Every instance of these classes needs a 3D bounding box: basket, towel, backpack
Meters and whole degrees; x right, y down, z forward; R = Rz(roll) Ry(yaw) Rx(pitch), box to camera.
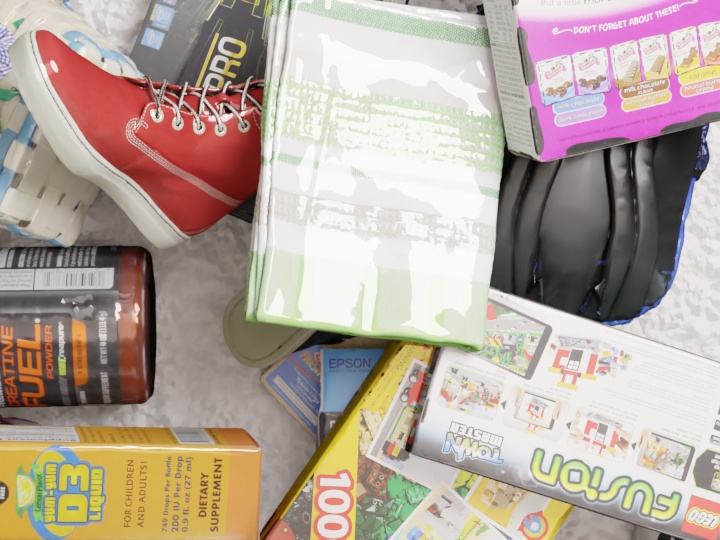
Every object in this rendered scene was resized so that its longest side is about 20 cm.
[{"bbox_3d":[-0.247,-0.119,1.190,0.199,0.139,0.177,26,90,32],"label":"basket"},{"bbox_3d":[0.013,-0.061,1.070,0.148,0.031,0.201,7,79,-11],"label":"towel"},{"bbox_3d":[0.139,-0.062,1.188,0.161,0.168,0.201,7,87,1],"label":"backpack"}]

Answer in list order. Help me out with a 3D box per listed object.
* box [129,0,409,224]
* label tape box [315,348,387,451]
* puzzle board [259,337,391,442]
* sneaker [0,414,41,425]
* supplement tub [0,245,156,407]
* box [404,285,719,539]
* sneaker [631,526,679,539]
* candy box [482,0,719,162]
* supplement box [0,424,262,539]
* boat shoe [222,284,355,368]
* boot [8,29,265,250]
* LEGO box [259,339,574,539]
[{"bbox_3d":[-0.069,-0.137,1.208,0.161,0.049,0.201,22,89,25],"label":"box"},{"bbox_3d":[0.042,0.152,1.224,0.142,0.066,0.201,-1,87,-3],"label":"label tape box"},{"bbox_3d":[0.051,0.094,1.263,0.151,0.017,0.200,-44,92,-1],"label":"puzzle board"},{"bbox_3d":[-0.213,0.148,1.216,0.199,0.080,0.087,9,91,-3],"label":"sneaker"},{"bbox_3d":[-0.235,0.038,1.200,0.199,0.107,0.108,-1,91,-3],"label":"supplement tub"},{"bbox_3d":[0.137,0.087,1.105,0.199,0.035,0.111,18,87,-4],"label":"box"},{"bbox_3d":[0.229,0.185,1.217,0.079,0.130,0.201,5,91,-3],"label":"sneaker"},{"bbox_3d":[0.139,-0.176,1.058,0.136,0.061,0.201,-13,104,-14],"label":"candy box"},{"bbox_3d":[-0.165,0.135,1.160,0.199,0.069,0.067,2,96,-12],"label":"supplement box"},{"bbox_3d":[0.001,0.002,1.168,0.199,0.066,0.075,-37,76,32],"label":"boat shoe"},{"bbox_3d":[-0.105,-0.101,1.086,0.144,0.200,0.073,-26,55,14],"label":"boot"},{"bbox_3d":[0.051,0.131,1.154,0.149,0.077,0.201,34,87,-2],"label":"LEGO box"}]
